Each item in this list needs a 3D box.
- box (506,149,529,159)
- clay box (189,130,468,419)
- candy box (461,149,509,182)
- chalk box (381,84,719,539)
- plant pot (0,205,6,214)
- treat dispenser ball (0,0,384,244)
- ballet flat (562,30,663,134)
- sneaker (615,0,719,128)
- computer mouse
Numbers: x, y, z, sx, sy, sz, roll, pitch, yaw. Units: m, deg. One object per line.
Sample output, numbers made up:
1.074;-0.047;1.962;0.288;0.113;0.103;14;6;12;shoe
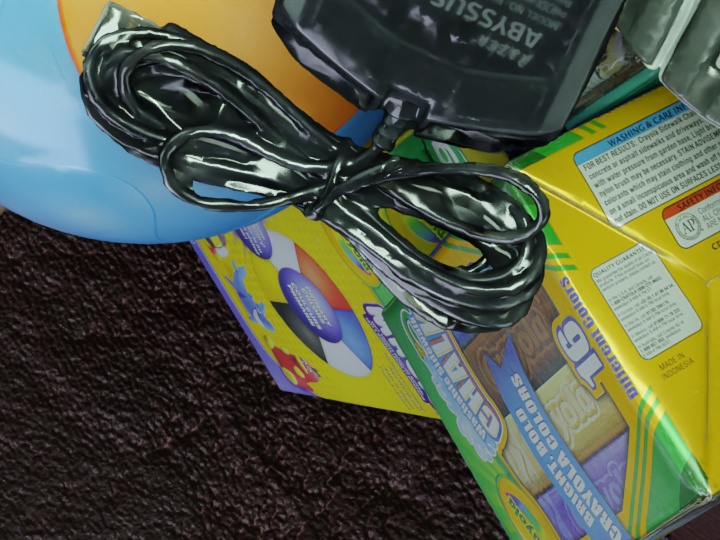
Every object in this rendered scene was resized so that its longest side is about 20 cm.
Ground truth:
0.115;-0.035;1.090;0.199;0.033;0.121;33;166;-12;box
0.000;0.000;1.046;0.115;0.048;0.200;59;158;-18;clay box
0.001;-0.104;1.032;0.201;0.026;0.102;59;170;-2;candy box
0.097;0.024;0.887;0.124;0.124;0.200;59;157;8;chalk box
-0.100;-0.105;1.083;0.092;0.202;0.201;23;179;-16;plant pot
-0.073;-0.110;0.877;0.200;0.201;0.201;36;175;4;treat dispenser ball
0.086;-0.078;0.897;0.072;0.072;0.200;36;174;7;ballet flat
0.089;-0.096;0.707;0.199;0.079;0.090;31;-164;18;sneaker
0.025;-0.091;0.652;0.138;0.201;0.053;28;-150;-6;computer mouse
